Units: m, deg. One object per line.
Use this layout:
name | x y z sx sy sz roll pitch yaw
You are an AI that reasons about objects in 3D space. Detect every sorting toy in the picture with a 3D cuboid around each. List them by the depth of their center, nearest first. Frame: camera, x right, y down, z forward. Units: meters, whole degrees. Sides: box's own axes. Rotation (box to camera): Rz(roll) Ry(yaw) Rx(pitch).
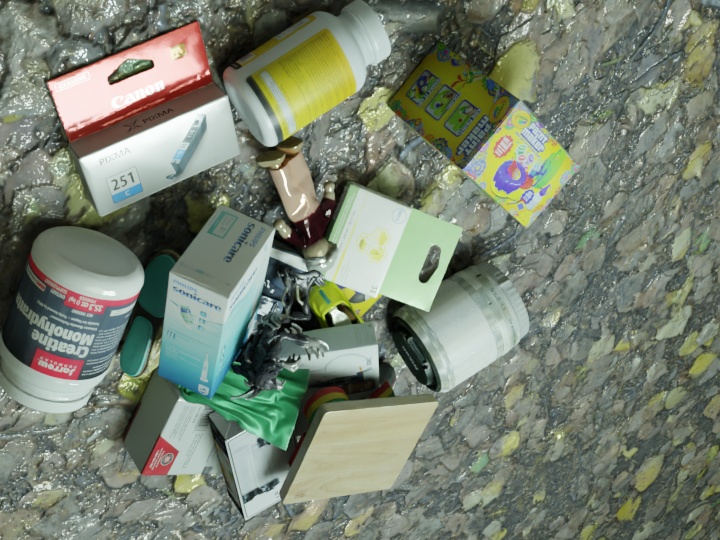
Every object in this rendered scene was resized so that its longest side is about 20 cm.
sorting toy | -0.013 0.249 1.490 0.198 0.070 0.200 0 130 -33

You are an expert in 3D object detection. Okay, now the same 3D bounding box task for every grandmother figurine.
grandmother figurine | -0.077 -0.083 1.375 0.121 0.060 0.202 -34 124 -26

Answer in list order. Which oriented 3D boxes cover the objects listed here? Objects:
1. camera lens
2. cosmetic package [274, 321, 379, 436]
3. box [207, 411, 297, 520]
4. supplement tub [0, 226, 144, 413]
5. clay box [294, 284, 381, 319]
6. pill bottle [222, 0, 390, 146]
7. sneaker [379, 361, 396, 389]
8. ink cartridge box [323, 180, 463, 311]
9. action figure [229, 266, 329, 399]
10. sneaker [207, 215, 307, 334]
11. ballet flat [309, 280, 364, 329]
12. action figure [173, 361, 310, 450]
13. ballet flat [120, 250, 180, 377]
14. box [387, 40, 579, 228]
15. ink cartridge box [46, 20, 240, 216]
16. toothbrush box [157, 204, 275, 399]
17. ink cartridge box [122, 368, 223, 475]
camera lens | 0.164 0.097 1.674 0.199 0.160 0.161 -31 137 -15
cosmetic package | -0.047 0.169 1.508 0.149 0.052 0.201 -7 137 -3
box | -0.155 0.277 1.516 0.116 0.060 0.201 -26 136 -23
supplement tub | -0.364 0.060 1.234 0.139 0.140 0.201 7 118 -42
clay box | 0.000 0.000 1.548 0.200 0.048 0.115 -45 139 3
pill bottle | -0.064 -0.252 1.240 0.199 0.112 0.112 -34 138 -10
sneaker | -0.010 0.180 1.649 0.199 0.075 0.117 -33 137 -38
ink cartridge box | 0.045 -0.030 1.477 0.198 0.048 0.147 21 99 -13
action figure | -0.101 0.097 1.338 0.102 0.118 0.202 32 65 -26
sneaker | -0.166 0.012 1.401 0.202 0.077 0.147 26 103 -48
ballet flat | -0.024 0.089 1.517 0.067 0.067 0.200 -39 140 -6
action figure | -0.182 0.168 1.401 0.198 0.055 0.119 19 80 -15
ballet flat | -0.274 0.056 1.357 0.070 0.071 0.201 4 120 -40
box | 0.177 -0.194 1.421 0.122 0.193 0.200 -49 138 7
ink cartridge box | -0.255 -0.181 1.197 0.199 0.045 0.177 -28 137 -19
toothbrush box | -0.188 0.042 1.287 0.147 0.085 0.201 -62 173 -45
ink cartridge box | -0.239 0.232 1.518 0.199 0.084 0.145 11 115 -43
